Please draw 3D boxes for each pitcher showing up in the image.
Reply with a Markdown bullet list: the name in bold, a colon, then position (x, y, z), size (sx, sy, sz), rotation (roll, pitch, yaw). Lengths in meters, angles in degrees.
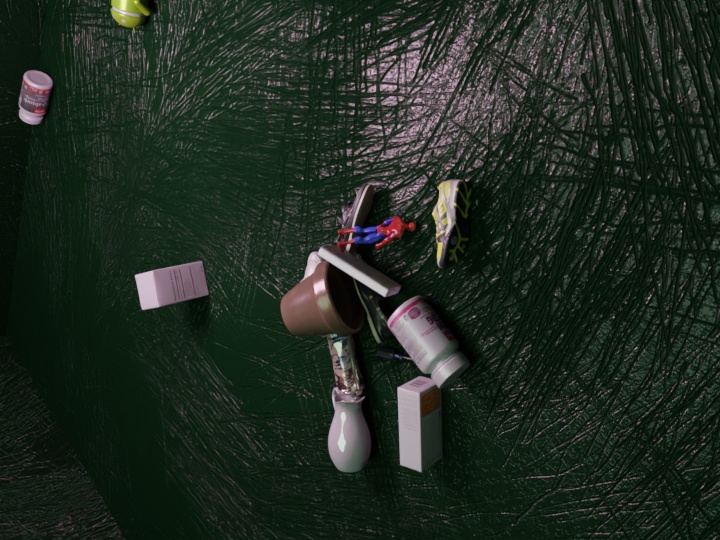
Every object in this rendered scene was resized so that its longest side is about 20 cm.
- **pitcher**: position (-0.039, 0.435, 1.821), size (0.171, 0.118, 0.205), rotation (-162, 69, -70)

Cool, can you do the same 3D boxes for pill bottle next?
- **pill bottle**: position (-1.375, -0.728, 2.775), size (0.116, 0.115, 0.201), rotation (51, 129, 21)
- **pill bottle**: position (0.163, 0.170, 1.564), size (0.201, 0.112, 0.114), rotation (52, 128, 20)

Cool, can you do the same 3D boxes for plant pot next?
- **plant pot**: position (-0.109, 0.087, 1.703), size (0.172, 0.199, 0.205), rotation (-20, 86, 22)

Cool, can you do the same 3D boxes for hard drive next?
- **hard drive**: position (0.000, 0.000, 1.630), size (0.198, 0.132, 0.027), rotation (33, 101, 14)

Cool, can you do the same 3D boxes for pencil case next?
- **pencil case**: position (-0.040, 0.237, 1.789), size (0.089, 0.076, 0.205), rotation (-9, 93, 64)

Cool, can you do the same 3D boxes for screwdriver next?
- **screwdriver**: position (0.121, 0.226, 1.676), size (0.197, 0.028, 0.029), rotation (10, 137, 40)

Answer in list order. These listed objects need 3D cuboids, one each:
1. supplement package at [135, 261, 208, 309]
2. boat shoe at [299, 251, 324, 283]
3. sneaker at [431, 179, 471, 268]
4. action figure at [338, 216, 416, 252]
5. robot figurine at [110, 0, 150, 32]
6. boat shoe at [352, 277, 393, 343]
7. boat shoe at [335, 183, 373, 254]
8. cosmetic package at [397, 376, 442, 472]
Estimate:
- **supplement package**: position (-0.632, 0.050, 2.209), size (0.120, 0.198, 0.123), rotation (-9, 94, 43)
- **boat shoe**: position (-0.141, 0.054, 1.836), size (0.074, 0.085, 0.207), rotation (15, 109, 39)
- **sneaker**: position (0.203, -0.107, 1.503), size (0.076, 0.074, 0.205), rotation (17, 101, 46)
- **action figure**: position (0.043, -0.091, 1.622), size (0.196, 0.052, 0.067), rotation (-12, 51, 18)
- **robot figurine**: position (-0.761, -0.901, 2.173), size (0.173, 0.115, 0.204), rotation (29, 118, 21)
- **boat shoe**: position (0.034, 0.086, 1.703), size (0.062, 0.074, 0.204), rotation (-27, 67, 6)
- **boat shoe**: position (-0.021, -0.140, 1.692), size (0.065, 0.074, 0.202), rotation (30, 128, 20)
- **cosmetic package**: position (0.149, 0.379, 1.632), size (0.070, 0.100, 0.205), rotation (7, 105, 40)
